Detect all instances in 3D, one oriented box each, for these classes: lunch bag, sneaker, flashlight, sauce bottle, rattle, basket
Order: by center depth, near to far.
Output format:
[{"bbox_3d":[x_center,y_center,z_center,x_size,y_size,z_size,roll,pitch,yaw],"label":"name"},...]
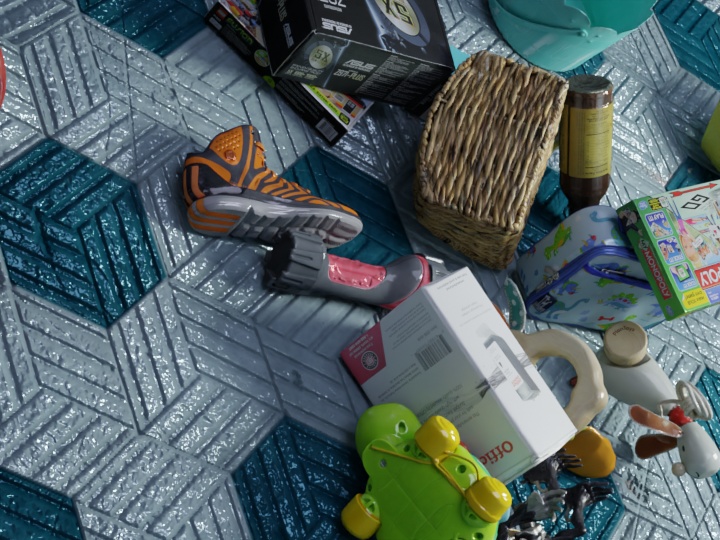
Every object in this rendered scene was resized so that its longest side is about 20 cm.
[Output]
[{"bbox_3d":[-0.088,-0.089,1.580,0.199,0.078,0.113,11,56,-34],"label":"sneaker"},{"bbox_3d":[0.000,0.000,1.596,0.199,0.068,0.068,16,63,-35],"label":"flashlight"},{"bbox_3d":[0.201,0.114,1.691,0.142,0.131,0.200,17,24,-44],"label":"rattle"},{"bbox_3d":[0.136,-0.124,1.748,0.142,0.149,0.201,19,74,7],"label":"basket"},{"bbox_3d":[0.291,0.002,1.773,0.199,0.161,0.083,13,53,-34],"label":"lunch bag"},{"bbox_3d":[0.265,-0.130,1.839,0.064,0.201,0.065,-1,30,1],"label":"sauce bottle"}]

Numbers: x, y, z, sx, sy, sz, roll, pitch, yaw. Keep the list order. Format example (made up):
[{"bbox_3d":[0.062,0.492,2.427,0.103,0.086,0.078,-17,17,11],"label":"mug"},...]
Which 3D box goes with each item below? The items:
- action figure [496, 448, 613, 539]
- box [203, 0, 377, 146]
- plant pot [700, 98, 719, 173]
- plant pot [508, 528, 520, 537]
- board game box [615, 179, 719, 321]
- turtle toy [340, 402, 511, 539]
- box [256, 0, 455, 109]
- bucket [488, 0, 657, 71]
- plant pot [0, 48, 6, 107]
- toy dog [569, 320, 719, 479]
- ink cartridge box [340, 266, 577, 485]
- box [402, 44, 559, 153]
[{"bbox_3d":[0.186,0.261,1.509,0.119,0.102,0.200,49,39,-18],"label":"action figure"},{"bbox_3d":[-0.071,-0.242,1.734,0.200,0.035,0.110,44,42,-6],"label":"box"},{"bbox_3d":[0.551,-0.187,2.128,0.141,0.201,0.200,26,41,13],"label":"plant pot"},{"bbox_3d":[0.154,0.349,1.511,0.199,0.027,0.201,21,49,-27],"label":"plant pot"},{"bbox_3d":[0.377,-0.026,1.733,0.199,0.029,0.135,-14,75,-46],"label":"board game box"},{"bbox_3d":[0.060,0.206,1.465,0.200,0.146,0.101,50,17,24],"label":"turtle toy"},{"bbox_3d":[-0.010,-0.285,1.726,0.199,0.086,0.165,10,56,-36],"label":"box"},{"bbox_3d":[0.271,-0.368,2.020,0.206,0.135,0.208,15,60,-28],"label":"bucket"},{"bbox_3d":[-0.398,-0.145,1.271,0.200,0.200,0.183,38,41,-12],"label":"plant pot"},{"bbox_3d":[0.307,0.151,1.726,0.200,0.096,0.132,55,-8,49],"label":"toy dog"},{"bbox_3d":[0.096,0.121,1.536,0.085,0.146,0.201,-23,78,-48],"label":"ink cartridge box"},{"bbox_3d":[0.152,-0.193,1.854,0.199,0.082,0.049,24,47,-26],"label":"box"}]
